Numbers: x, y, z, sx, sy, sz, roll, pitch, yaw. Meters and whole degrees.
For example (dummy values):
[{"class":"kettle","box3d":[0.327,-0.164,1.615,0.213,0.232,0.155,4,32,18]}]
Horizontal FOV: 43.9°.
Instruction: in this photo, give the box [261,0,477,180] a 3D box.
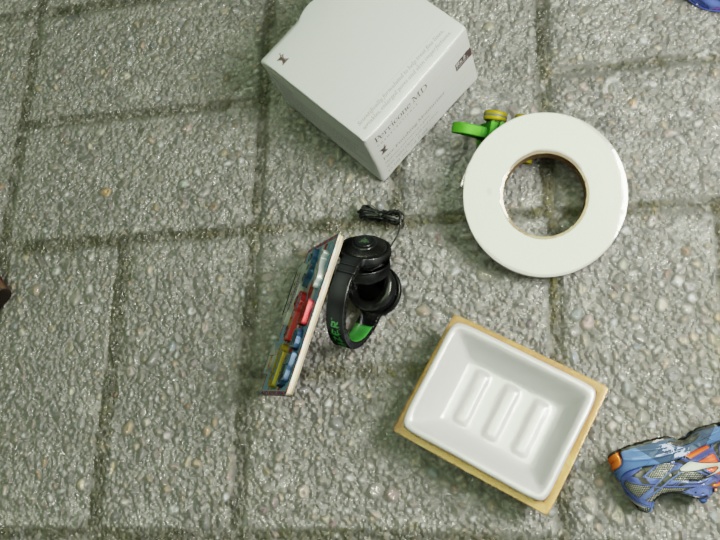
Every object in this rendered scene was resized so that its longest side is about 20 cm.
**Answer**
[{"class":"box","box3d":[0.015,-0.268,1.187,0.200,0.131,0.199,41,87,23]}]

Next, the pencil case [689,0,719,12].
[{"class":"pencil case","box3d":[0.491,-0.429,1.141,0.087,0.078,0.201,27,81,44]}]

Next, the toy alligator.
[{"class":"toy alligator","box3d":[0.216,-0.165,1.145,0.198,0.054,0.060,9,91,8]}]

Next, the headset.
[{"class":"headset","box3d":[0.000,0.000,1.116,0.093,0.124,0.201,15,58,24]}]

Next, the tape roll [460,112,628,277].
[{"class":"tape roll","box3d":[0.224,-0.091,1.095,0.201,0.037,0.205,0,89,10]}]

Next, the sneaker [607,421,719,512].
[{"class":"sneaker","box3d":[0.377,0.210,0.975,0.199,0.075,0.079,-19,77,17]}]

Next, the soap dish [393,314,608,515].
[{"class":"soap dish","box3d":[0.162,0.164,1.034,0.199,0.081,0.158,25,80,21]}]

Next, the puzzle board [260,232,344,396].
[{"class":"puzzle board","box3d":[-0.078,0.057,1.105,0.017,0.151,0.202,22,77,-15]}]

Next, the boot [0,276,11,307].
[{"class":"boot","box3d":[-0.630,0.020,1.300,0.186,0.064,0.200,-40,70,-15]}]
